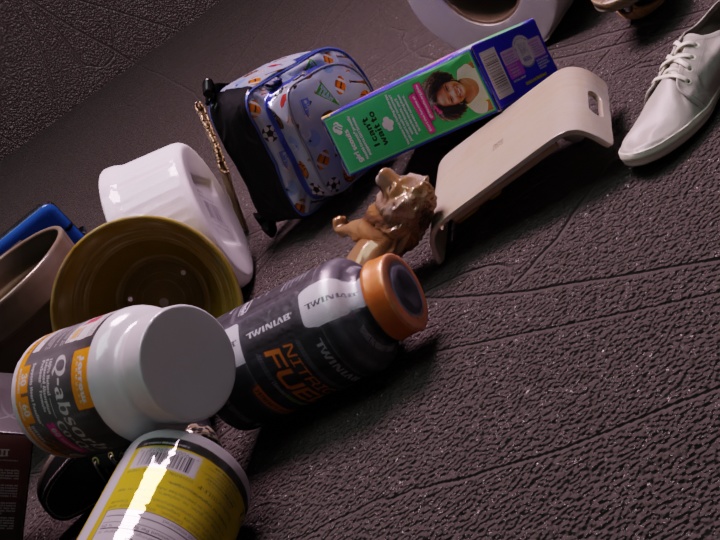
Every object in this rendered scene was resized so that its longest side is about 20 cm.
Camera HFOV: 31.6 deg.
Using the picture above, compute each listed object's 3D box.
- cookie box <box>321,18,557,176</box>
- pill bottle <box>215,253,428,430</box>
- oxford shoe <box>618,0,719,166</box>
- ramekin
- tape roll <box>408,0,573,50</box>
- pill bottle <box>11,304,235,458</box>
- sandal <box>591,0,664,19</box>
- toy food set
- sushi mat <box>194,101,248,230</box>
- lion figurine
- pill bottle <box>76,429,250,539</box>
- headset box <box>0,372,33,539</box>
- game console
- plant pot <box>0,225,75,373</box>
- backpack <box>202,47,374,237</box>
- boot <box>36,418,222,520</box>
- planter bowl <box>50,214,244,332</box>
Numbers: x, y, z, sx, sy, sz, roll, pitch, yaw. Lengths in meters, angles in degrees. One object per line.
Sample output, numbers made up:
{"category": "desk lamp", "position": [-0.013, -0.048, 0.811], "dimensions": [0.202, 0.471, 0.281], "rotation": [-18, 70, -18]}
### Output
{"category": "cookie box", "position": [0.086, -0.185, 1.361], "dimensions": [0.200, 0.075, 0.171], "rotation": [-22, 7, 35]}
{"category": "pill bottle", "position": [-0.041, 0.056, 1.100], "dimensions": [0.200, 0.106, 0.106], "rotation": [-27, 24, 26]}
{"category": "oxford shoe", "position": [0.284, -0.167, 1.110], "dimensions": [0.200, 0.058, 0.075], "rotation": [-48, 26, -19]}
{"category": "ramekin", "position": [-0.203, -0.047, 1.446], "dimensions": [0.097, 0.201, 0.201], "rotation": [-26, 23, 8]}
{"category": "tape roll", "position": [0.164, -0.371, 1.505], "dimensions": [0.202, 0.203, 0.139], "rotation": [-15, 32, 45]}
{"category": "pill bottle", "position": [-0.201, 0.093, 1.076], "dimensions": [0.200, 0.116, 0.116], "rotation": [-17, 29, 46]}
{"category": "sandal", "position": [0.298, -0.300, 1.369], "dimensions": [0.080, 0.054, 0.200], "rotation": [-22, 11, 22]}
{"category": "toy food set", "position": [0.148, -0.097, 1.197], "dimensions": [0.200, 0.060, 0.144], "rotation": [-37, 20, 26]}
{"category": "sushi mat", "position": [-0.166, -0.122, 1.535], "dimensions": [0.012, 0.096, 0.200], "rotation": [-20, -17, -5]}
{"category": "lion figurine", "position": [0.000, 0.000, 1.187], "dimensions": [0.122, 0.072, 0.201], "rotation": [5, 69, 62]}
{"category": "pill bottle", "position": [-0.162, 0.224, 0.952], "dimensions": [0.111, 0.111, 0.200], "rotation": [-24, 25, 31]}
{"category": "headset box", "position": [-0.351, 0.195, 1.196], "dimensions": [0.149, 0.075, 0.201], "rotation": [-129, 47, -68]}
{"category": "game console", "position": [-0.548, -0.028, 2.052], "dimensions": [0.200, 0.171, 0.118], "rotation": [-40, 48, -4]}
{"category": "plant pot", "position": [-0.371, 0.077, 1.481], "dimensions": [0.200, 0.174, 0.200], "rotation": [-32, 23, 15]}
{"category": "backpack", "position": [-0.059, -0.171, 1.488], "dimensions": [0.154, 0.201, 0.191], "rotation": [-2, 30, 39]}
{"category": "boot", "position": [-0.213, 0.181, 1.170], "dimensions": [0.203, 0.074, 0.154], "rotation": [-39, 25, 1]}
{"category": "planter bowl", "position": [-0.211, 0.039, 1.318], "dimensions": [0.200, 0.201, 0.083], "rotation": [-34, 4, 9]}
